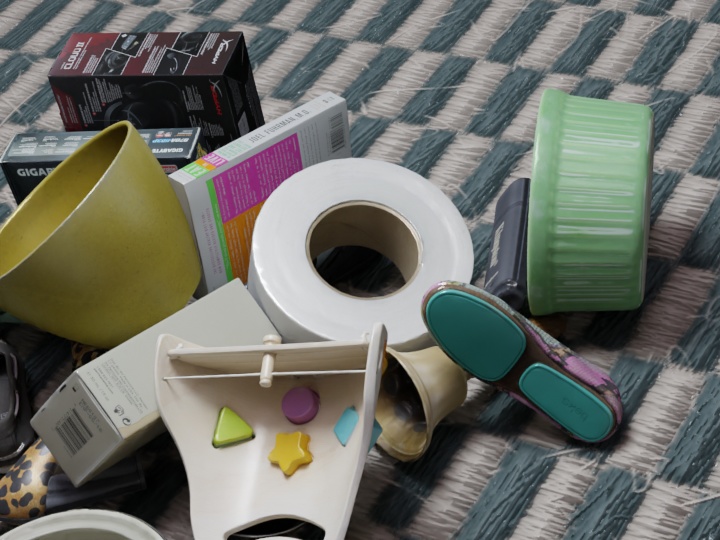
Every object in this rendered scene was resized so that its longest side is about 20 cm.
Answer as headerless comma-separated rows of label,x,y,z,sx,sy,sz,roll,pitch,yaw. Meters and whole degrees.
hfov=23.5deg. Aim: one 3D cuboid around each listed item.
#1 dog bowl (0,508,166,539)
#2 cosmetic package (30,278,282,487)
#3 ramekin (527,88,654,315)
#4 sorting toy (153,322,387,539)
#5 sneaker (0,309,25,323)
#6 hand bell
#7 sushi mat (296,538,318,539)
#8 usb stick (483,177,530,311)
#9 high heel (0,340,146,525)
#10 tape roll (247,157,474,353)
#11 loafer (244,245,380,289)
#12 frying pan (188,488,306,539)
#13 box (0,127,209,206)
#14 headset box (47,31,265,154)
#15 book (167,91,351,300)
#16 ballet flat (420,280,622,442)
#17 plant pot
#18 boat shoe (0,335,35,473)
dog bowl,-0.226,0.283,1.342,0.199,0.074,0.201,-9,40,7
cosmetic package,-0.172,0.093,1.475,0.200,0.104,0.073,-31,81,-43
ramekin,0.205,-0.057,1.523,0.097,0.201,0.201,3,42,11
sorting toy,-0.064,0.144,1.376,0.199,0.107,0.181,-4,67,24
sneaker,-0.307,0.028,1.633,0.199,0.074,0.118,1,5,30
hand bell,0.099,0.078,1.490,0.199,0.105,0.104,-23,38,-32
sushi mat,-0.044,0.287,1.327,0.095,0.012,0.200,5,43,25
usb stick,0.138,-0.020,1.590,0.055,0.033,0.200,-43,17,30
high heel,-0.278,0.133,1.533,0.142,0.072,0.201,-14,48,-10
tape roll,0.000,0.000,1.552,0.201,0.071,0.203,4,56,-6
loafer,-0.062,-0.001,1.630,0.200,0.071,0.068,-37,42,-26
frying pan,-0.069,0.166,1.463,0.114,0.031,0.190,16,38,21
box,-0.230,-0.062,1.685,0.199,0.159,0.046,0,43,16
headset box,-0.201,-0.150,1.680,0.199,0.149,0.077,2,42,17
book,-0.088,-0.071,1.649,0.200,0.134,0.048,-30,41,-32
ballet flat,0.134,0.068,1.436,0.200,0.069,0.071,35,26,-9
plant pot,-0.226,-0.011,1.533,0.200,0.142,0.200,-38,20,17
boat shoe,-0.343,0.104,1.603,0.067,0.057,0.200,-22,40,-9
